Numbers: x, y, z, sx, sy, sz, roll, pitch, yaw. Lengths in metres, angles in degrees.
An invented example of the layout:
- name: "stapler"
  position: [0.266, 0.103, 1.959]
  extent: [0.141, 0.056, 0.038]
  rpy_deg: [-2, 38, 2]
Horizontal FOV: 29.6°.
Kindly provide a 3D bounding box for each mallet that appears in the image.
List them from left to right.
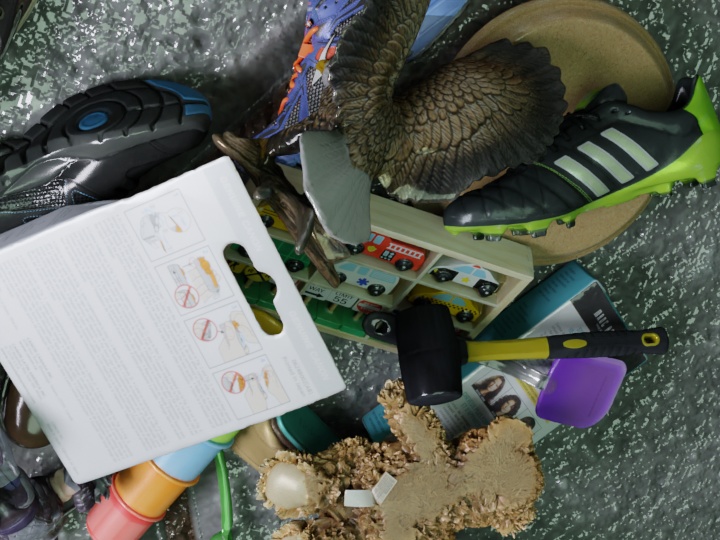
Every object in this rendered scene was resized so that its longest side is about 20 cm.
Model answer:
- name: "mallet"
  position: [0.120, 0.063, 0.924]
  extent: [0.198, 0.041, 0.066]
  rpy_deg: [5, 72, -15]

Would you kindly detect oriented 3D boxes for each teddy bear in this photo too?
- name: "teddy bear"
  position: [0.026, 0.151, 0.946]
  extent: [0.199, 0.067, 0.146]
  rpy_deg: [-29, 98, -5]

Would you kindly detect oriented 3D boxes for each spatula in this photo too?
- name: "spatula"
  position: [0.093, 0.064, 0.954]
  extent: [0.199, 0.021, 0.057]
  rpy_deg: [18, 104, -12]

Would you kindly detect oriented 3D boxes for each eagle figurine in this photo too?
- name: "eagle figurine"
  position: [0.017, -0.104, 0.793]
  extent: [0.200, 0.152, 0.151]
  rpy_deg: [-37, 71, 2]

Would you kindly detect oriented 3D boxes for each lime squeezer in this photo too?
- name: "lime squeezer"
  position: [-0.119, 0.216, 1.009]
  extent: [0.070, 0.038, 0.201]
  rpy_deg: [29, 104, 10]

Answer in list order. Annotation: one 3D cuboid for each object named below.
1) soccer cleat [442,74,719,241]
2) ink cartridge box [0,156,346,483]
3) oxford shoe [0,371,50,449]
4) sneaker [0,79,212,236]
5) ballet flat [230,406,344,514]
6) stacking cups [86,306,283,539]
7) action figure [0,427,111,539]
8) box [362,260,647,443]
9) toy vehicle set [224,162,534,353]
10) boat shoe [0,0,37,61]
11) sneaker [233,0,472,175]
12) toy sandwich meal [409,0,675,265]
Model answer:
- name: "soccer cleat"
  position: [0.141, -0.073, 0.881]
  extent: [0.199, 0.067, 0.082]
  rpy_deg: [-17, 96, -13]
- name: "ink cartridge box"
  position: [-0.125, 0.028, 0.822]
  extent: [0.199, 0.047, 0.161]
  rpy_deg: [-21, 108, 18]
- name: "oxford shoe"
  position: [-0.174, 0.044, 0.898]
  extent: [0.072, 0.084, 0.200]
  rpy_deg: [32, 101, -24]
- name: "sneaker"
  position: [-0.184, -0.059, 0.872]
  extent: [0.199, 0.073, 0.082]
  rpy_deg: [-20, 124, 2]
- name: "ballet flat"
  position: [-0.018, 0.161, 1.003]
  extent: [0.063, 0.069, 0.200]
  rpy_deg: [-31, 115, 30]
- name: "stacking cups"
  position: [-0.123, 0.113, 0.943]
  extent: [0.060, 0.061, 0.200]
  rpy_deg: [36, 109, -23]
- name: "action figure"
  position: [-0.234, 0.156, 0.891]
  extent: [0.130, 0.069, 0.200]
  rpy_deg: [-39, 159, -9]
- name: "box"
  position: [0.105, 0.087, 1.003]
  extent: [0.199, 0.049, 0.082]
  rpy_deg: [-36, 114, 1]
- name: "toy vehicle set"
  position: [0.000, 0.000, 0.921]
  extent: [0.199, 0.027, 0.124]
  rpy_deg: [17, 141, -19]
- name: "boat shoe"
  position: [-0.237, -0.156, 0.817]
  extent: [0.072, 0.065, 0.201]
  rpy_deg: [25, 101, -20]
- name: "sneaker"
  position: [-0.015, -0.141, 0.886]
  extent: [0.078, 0.075, 0.200]
  rpy_deg: [43, 90, -10]
- name: "toy sandwich meal"
  position: [0.120, -0.093, 0.934]
  extent: [0.204, 0.070, 0.207]
  rpy_deg: [-6, 111, -16]
